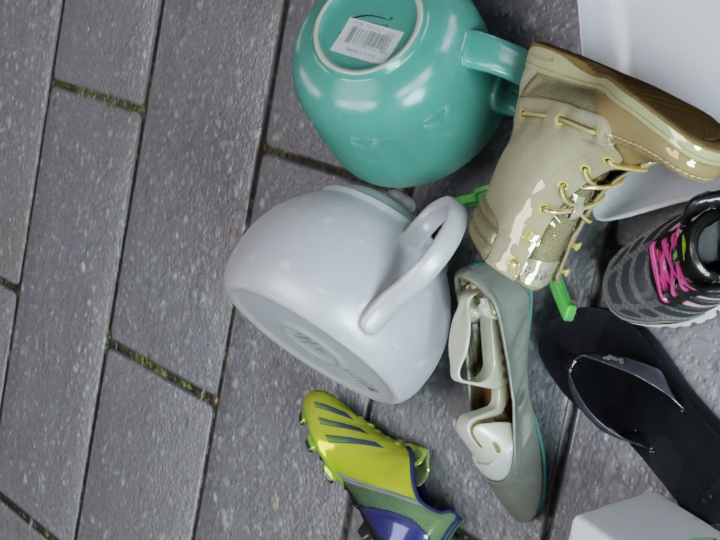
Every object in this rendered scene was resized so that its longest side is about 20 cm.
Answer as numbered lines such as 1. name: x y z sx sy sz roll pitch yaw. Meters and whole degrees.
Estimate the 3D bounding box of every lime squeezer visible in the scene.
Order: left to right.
1. lime squeezer: 0.112 -0.036 1.095 0.200 0.037 0.071 37 128 50

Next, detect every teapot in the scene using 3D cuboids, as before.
1. teapot: 0.000 0.000 1.138 0.199 0.198 0.147 27 75 27

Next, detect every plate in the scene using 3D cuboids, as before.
1. plate: 0.231 -0.145 0.963 0.199 0.032 0.201 -12 77 50

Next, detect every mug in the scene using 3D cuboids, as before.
1. mug: 0.039 -0.162 1.094 0.184 0.114 0.153 -25 58 11

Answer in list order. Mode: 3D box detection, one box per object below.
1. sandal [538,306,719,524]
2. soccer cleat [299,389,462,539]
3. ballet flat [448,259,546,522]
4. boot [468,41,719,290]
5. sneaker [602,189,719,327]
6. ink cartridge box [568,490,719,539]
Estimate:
1. sandal: 0.189 0.089 0.986 0.200 0.043 0.077 45 120 42
2. soccer cleat: 0.017 0.161 1.189 0.084 0.065 0.200 -41 47 4
3. ballet flat: 0.093 0.090 1.059 0.067 0.063 0.202 10 106 57
4. boot: 0.150 -0.054 0.961 0.200 0.072 0.156 40 113 52
5. sneaker: 0.220 -0.012 0.922 0.199 0.087 0.074 -20 72 48
6. ink cartridge box: 0.213 0.251 0.900 0.200 0.083 0.146 31 120 47
